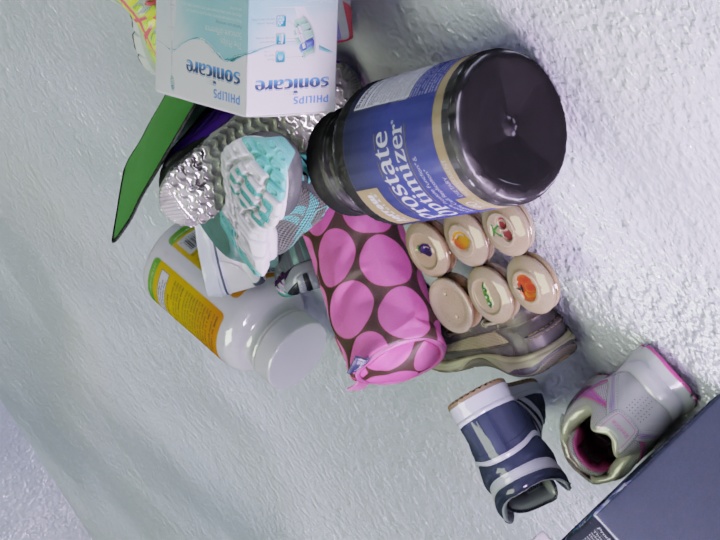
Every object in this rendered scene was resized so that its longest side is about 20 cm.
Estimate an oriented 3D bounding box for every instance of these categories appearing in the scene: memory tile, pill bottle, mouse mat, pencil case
[{"bbox_3d":[0.076,-0.049,1.486,0.153,0.017,0.201,-14,103,54],"label":"memory tile"},{"bbox_3d":[-0.131,0.037,1.986,0.200,0.111,0.111,38,155,31],"label":"pill bottle"},{"bbox_3d":[0.050,-0.093,1.376,0.199,0.112,0.112,-9,118,53],"label":"pill bottle"},{"bbox_3d":[-0.167,-0.133,1.630,0.007,0.201,0.161,25,-155,-15],"label":"mouse mat"},{"bbox_3d":[0.000,0.000,1.602,0.094,0.090,0.201,-36,59,33],"label":"pencil case"}]

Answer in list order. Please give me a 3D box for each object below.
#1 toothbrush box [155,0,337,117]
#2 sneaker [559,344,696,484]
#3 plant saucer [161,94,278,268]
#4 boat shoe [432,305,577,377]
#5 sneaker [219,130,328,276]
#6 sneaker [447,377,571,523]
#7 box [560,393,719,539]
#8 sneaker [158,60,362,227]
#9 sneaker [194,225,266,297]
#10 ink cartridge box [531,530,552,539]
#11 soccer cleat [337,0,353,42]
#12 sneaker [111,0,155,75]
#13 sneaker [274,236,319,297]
[{"bbox_3d":[-0.087,-0.226,1.410,0.146,0.085,0.202,19,111,53],"label":"toothbrush box"},{"bbox_3d":[0.194,0.130,1.509,0.081,0.088,0.200,47,158,11],"label":"sneaker"},{"bbox_3d":[-0.141,-0.083,1.738,0.201,0.036,0.200,56,166,21],"label":"plant saucer"},{"bbox_3d":[0.106,0.041,1.591,0.199,0.074,0.074,-1,115,53],"label":"boat shoe"},{"bbox_3d":[-0.061,-0.071,1.507,0.078,0.091,0.200,54,163,11],"label":"sneaker"},{"bbox_3d":[0.135,0.152,1.579,0.109,0.070,0.200,60,-168,12],"label":"sneaker"},{"bbox_3d":[0.239,0.208,1.461,0.107,0.148,0.200,47,158,9],"label":"box"},{"bbox_3d":[-0.093,-0.126,1.588,0.070,0.199,0.100,54,-173,-26],"label":"sneaker"},{"bbox_3d":[-0.139,-0.074,1.898,0.073,0.070,0.202,-105,6,-72],"label":"sneaker"},{"bbox_3d":[0.158,0.331,1.442,0.200,0.125,0.129,45,158,16],"label":"ink cartridge box"},{"bbox_3d":[-0.060,-0.195,1.532,0.200,0.066,0.077,-30,76,64],"label":"soccer cleat"},{"bbox_3d":[-0.175,-0.242,1.697,0.090,0.078,0.200,33,162,35],"label":"sneaker"},{"bbox_3d":[-0.053,-0.025,1.789,0.200,0.074,0.088,165,89,-83],"label":"sneaker"}]
